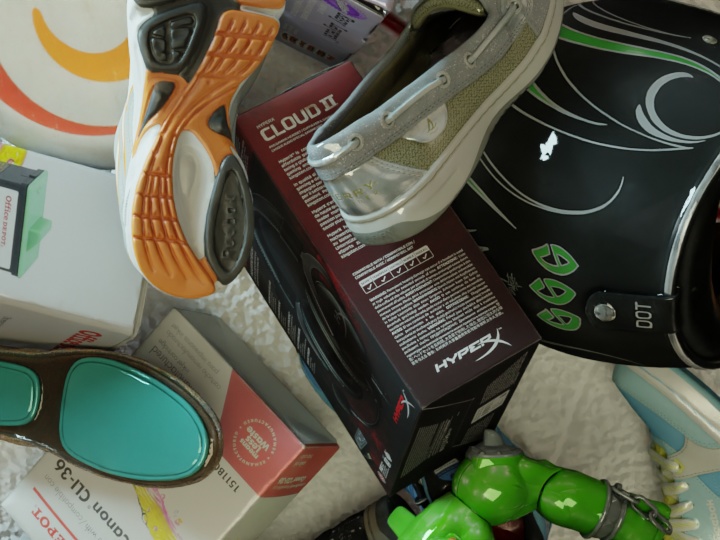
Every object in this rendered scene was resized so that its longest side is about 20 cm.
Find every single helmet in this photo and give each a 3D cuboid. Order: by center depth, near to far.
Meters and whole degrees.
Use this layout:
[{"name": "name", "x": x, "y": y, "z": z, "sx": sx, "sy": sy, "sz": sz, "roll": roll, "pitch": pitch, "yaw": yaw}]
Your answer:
[{"name": "helmet", "x": 0.136, "y": -0.050, "z": 0.804, "sx": 0.199, "sy": 0.190, "sz": 0.201, "roll": -24, "pitch": 126, "yaw": -37}]

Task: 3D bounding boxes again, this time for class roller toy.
[{"name": "roller toy", "x": -0.134, "y": -0.156, "z": 0.816, "sx": 0.199, "sy": 0.140, "sz": 0.183, "roll": 34, "pitch": 105, "yaw": -15}]

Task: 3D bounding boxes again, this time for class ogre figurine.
[{"name": "ogre figurine", "x": 0.066, "y": 0.178, "z": 0.820, "sx": 0.120, "sy": 0.098, "sz": 0.200, "roll": 41, "pitch": 105, "yaw": -8}]

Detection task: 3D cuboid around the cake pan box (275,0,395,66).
[{"name": "cake pan box", "x": 0.017, "y": -0.203, "z": 0.759, "sx": 0.052, "sy": 0.200, "sz": 0.185, "roll": 22, "pitch": 89, "yaw": -7}]

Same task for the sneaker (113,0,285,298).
[{"name": "sneaker", "x": -0.089, "y": -0.088, "z": 0.734, "sx": 0.075, "sy": 0.092, "sz": 0.201, "roll": 10, "pitch": 86, "yaw": -22}]

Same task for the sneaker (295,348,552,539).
[{"name": "sneaker", "x": 0.045, "y": 0.097, "z": 0.889, "sx": 0.200, "sy": 0.090, "sz": 0.078, "roll": 43, "pitch": 98, "yaw": -7}]

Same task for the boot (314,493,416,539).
[{"name": "boot", "x": -0.003, "y": 0.249, "z": 0.934, "sx": 0.153, "sy": 0.074, "sz": 0.204, "roll": -23, "pitch": 105, "yaw": 11}]

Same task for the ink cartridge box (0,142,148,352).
[{"name": "ink cartridge box", "x": -0.220, "y": -0.018, "z": 0.810, "sx": 0.199, "sy": 0.145, "sz": 0.085, "roll": 15, "pitch": 76, "yaw": -18}]

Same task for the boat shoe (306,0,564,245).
[{"name": "boat shoe", "x": 0.038, "y": -0.103, "z": 0.734, "sx": 0.065, "sy": 0.074, "sz": 0.202, "roll": 51, "pitch": 55, "yaw": -30}]

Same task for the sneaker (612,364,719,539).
[{"name": "sneaker", "x": 0.194, "y": 0.146, "z": 0.906, "sx": 0.131, "sy": 0.080, "sz": 0.200, "roll": -44, "pitch": 97, "yaw": 6}]

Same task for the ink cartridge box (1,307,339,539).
[{"name": "ink cartridge box", "x": -0.124, "y": 0.135, "z": 0.890, "sx": 0.116, "sy": 0.067, "sz": 0.200, "roll": 44, "pitch": 99, "yaw": 17}]

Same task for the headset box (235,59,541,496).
[{"name": "headset box", "x": 0.000, "y": 0.000, "z": 0.808, "sx": 0.077, "sy": 0.149, "sz": 0.200, "roll": -29, "pitch": 72, "yaw": -17}]

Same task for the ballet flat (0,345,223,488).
[{"name": "ballet flat", "x": -0.156, "y": 0.071, "z": 0.835, "sx": 0.199, "sy": 0.067, "sz": 0.069, "roll": 14, "pitch": 92, "yaw": 19}]
